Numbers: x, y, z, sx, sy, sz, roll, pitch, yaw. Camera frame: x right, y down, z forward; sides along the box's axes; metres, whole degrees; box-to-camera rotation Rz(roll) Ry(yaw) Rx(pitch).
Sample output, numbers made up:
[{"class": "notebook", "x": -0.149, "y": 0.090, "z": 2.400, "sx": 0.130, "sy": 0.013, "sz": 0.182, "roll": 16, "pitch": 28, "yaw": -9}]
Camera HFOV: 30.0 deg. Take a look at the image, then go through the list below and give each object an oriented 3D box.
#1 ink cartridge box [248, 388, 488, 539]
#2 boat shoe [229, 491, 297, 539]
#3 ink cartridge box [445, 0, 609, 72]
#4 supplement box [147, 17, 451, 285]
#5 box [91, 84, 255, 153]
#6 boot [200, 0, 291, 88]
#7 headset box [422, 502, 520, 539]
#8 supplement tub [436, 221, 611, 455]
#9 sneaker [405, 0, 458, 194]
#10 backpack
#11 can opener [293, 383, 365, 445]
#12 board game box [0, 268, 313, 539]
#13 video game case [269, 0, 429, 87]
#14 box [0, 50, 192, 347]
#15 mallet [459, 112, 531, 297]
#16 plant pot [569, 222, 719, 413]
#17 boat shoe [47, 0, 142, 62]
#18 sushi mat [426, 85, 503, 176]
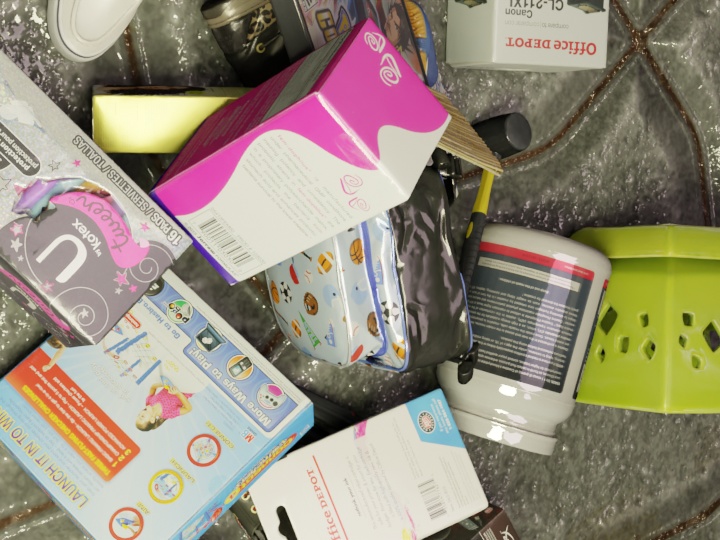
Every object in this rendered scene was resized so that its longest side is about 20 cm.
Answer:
[{"class": "ink cartridge box", "x": -0.001, "y": 0.197, "z": 1.193, "sx": 0.199, "sy": 0.068, "sz": 0.116, "roll": -21, "pitch": 84, "yaw": -21}, {"class": "boat shoe", "x": -0.086, "y": 0.204, "z": 1.227, "sx": 0.074, "sy": 0.063, "sz": 0.202, "roll": -38, "pitch": 113, "yaw": -19}, {"class": "ink cartridge box", "x": 0.165, "y": -0.295, "z": 1.297, "sx": 0.145, "sy": 0.083, "sz": 0.202, "roll": -3, "pitch": 98, "yaw": -32}, {"class": "supplement box", "x": -0.046, "y": -0.084, "z": 0.995, "sx": 0.101, "sy": 0.199, "sz": 0.104, "roll": 48, "pitch": 46, "yaw": -20}, {"class": "box", "x": -0.122, "y": -0.125, "z": 1.114, "sx": 0.198, "sy": 0.075, "sz": 0.051, "roll": 0, "pitch": 105, "yaw": -13}, {"class": "boot", "x": -0.030, "y": -0.202, "z": 1.197, "sx": 0.199, "sy": 0.073, "sz": 0.152, "roll": -27, "pitch": 109, "yaw": -22}, {"class": "headset box", "x": 0.039, "y": 0.295, "z": 1.264, "sx": 0.200, "sy": 0.148, "sz": 0.075, "roll": -38, "pitch": 113, "yaw": -21}, {"class": "supplement tub", "x": 0.154, "y": 0.065, "z": 1.307, "sx": 0.140, "sy": 0.140, "sz": 0.202, "roll": 18, "pitch": 87, "yaw": -32}, {"class": "sneaker", "x": 0.051, "y": -0.152, "z": 1.267, "sx": 0.088, "sy": 0.075, "sz": 0.202, "roll": -11, "pitch": 103, "yaw": -51}, {"class": "backpack", "x": 0.000, "y": 0.000, "z": 1.176, "sx": 0.153, "sy": 0.190, "sz": 0.202, "roll": -8, "pitch": 96, "yaw": -24}, {"class": "can opener", "x": -0.018, "y": 0.156, "z": 1.263, "sx": 0.200, "sy": 0.079, "sz": 0.064, "roll": 37, "pitch": 85, "yaw": -20}, {"class": "board game box", "x": -0.174, "y": 0.118, "z": 1.092, "sx": 0.196, "sy": 0.200, "sz": 0.056, "roll": -42, "pitch": 161, "yaw": -19}, {"class": "video game case", "x": -0.006, "y": -0.194, "z": 1.101, "sx": 0.181, "sy": 0.025, "sz": 0.201, "roll": -52, "pitch": 129, "yaw": -52}, {"class": "box", "x": -0.247, "y": -0.047, "z": 1.026, "sx": 0.200, "sy": 0.132, "sz": 0.115, "roll": 45, "pitch": 73, "yaw": -12}, {"class": "mallet", "x": 0.120, "y": -0.061, "z": 1.271, "sx": 0.041, "sy": 0.066, "sz": 0.201, "roll": 30, "pitch": 56, "yaw": -32}, {"class": "plant pot", "x": 0.318, "y": 0.047, "z": 1.378, "sx": 0.198, "sy": 0.199, "sz": 0.183, "roll": 2, "pitch": 89, "yaw": -31}, {"class": "boat shoe", "x": -0.185, "y": -0.261, "z": 1.097, "sx": 0.072, "sy": 0.066, "sz": 0.201, "roll": 38, "pitch": 77, "yaw": -30}, {"class": "sushi mat", "x": 0.052, "y": -0.131, "z": 1.110, "sx": 0.012, "sy": 0.096, "sz": 0.200, "roll": -44, "pitch": 155, "yaw": 17}]
